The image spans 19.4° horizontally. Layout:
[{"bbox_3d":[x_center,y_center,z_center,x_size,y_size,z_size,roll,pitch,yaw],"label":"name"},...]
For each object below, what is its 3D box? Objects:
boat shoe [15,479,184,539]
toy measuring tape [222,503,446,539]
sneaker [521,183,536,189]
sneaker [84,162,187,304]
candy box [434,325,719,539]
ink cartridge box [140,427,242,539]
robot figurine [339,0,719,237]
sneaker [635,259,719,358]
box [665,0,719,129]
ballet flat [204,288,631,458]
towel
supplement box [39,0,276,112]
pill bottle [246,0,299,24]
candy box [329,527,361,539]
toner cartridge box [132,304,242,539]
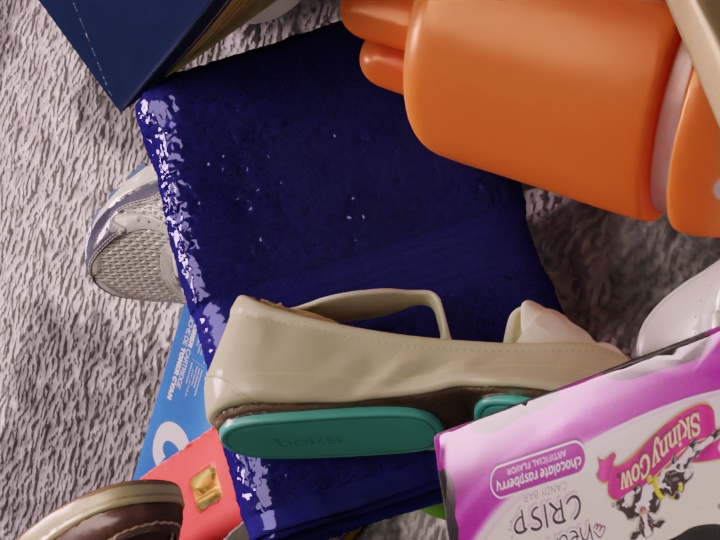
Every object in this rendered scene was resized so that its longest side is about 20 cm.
[{"bbox_3d":[-0.137,0.171,0.954,0.200,0.072,0.072,-45,57,28],"label":"boat shoe"},{"bbox_3d":[0.013,0.095,0.886,0.200,0.074,0.074,-42,44,-2],"label":"toy measuring tape"},{"bbox_3d":[0.087,-0.137,0.879,0.201,0.070,0.080,-63,38,23],"label":"sneaker"},{"bbox_3d":[-0.037,-0.003,0.918,0.198,0.077,0.086,-5,47,22],"label":"sneaker"},{"bbox_3d":[0.142,0.065,0.652,0.136,0.199,0.062,-26,67,48],"label":"candy box"},{"bbox_3d":[-0.098,0.192,0.961,0.161,0.050,0.201,-35,64,40],"label":"ink cartridge box"},{"bbox_3d":[0.093,-0.081,0.772,0.199,0.117,0.145,19,123,19],"label":"robot figurine"},{"bbox_3d":[0.158,0.006,0.728,0.199,0.099,0.079,-24,64,48],"label":"sneaker"},{"bbox_3d":[0.180,-0.072,0.671,0.021,0.162,0.201,112,147,-53],"label":"box"},{"bbox_3d":[0.040,0.039,0.783,0.069,0.198,0.070,5,-90,-84],"label":"ballet flat"},{"bbox_3d":[0.000,0.000,0.853,0.050,0.146,0.202,77,176,-74],"label":"towel"},{"bbox_3d":[-0.041,-0.192,0.839,0.135,0.199,0.200,53,161,-4],"label":"supplement box"},{"bbox_3d":[-0.105,-0.188,1.106,0.200,0.110,0.112,26,102,52],"label":"pill bottle"},{"bbox_3d":[-0.056,0.124,1.040,0.200,0.026,0.103,-53,45,31],"label":"candy box"},{"bbox_3d":[-0.065,0.110,0.997,0.095,0.043,0.202,30,109,43],"label":"toner cartridge box"}]
